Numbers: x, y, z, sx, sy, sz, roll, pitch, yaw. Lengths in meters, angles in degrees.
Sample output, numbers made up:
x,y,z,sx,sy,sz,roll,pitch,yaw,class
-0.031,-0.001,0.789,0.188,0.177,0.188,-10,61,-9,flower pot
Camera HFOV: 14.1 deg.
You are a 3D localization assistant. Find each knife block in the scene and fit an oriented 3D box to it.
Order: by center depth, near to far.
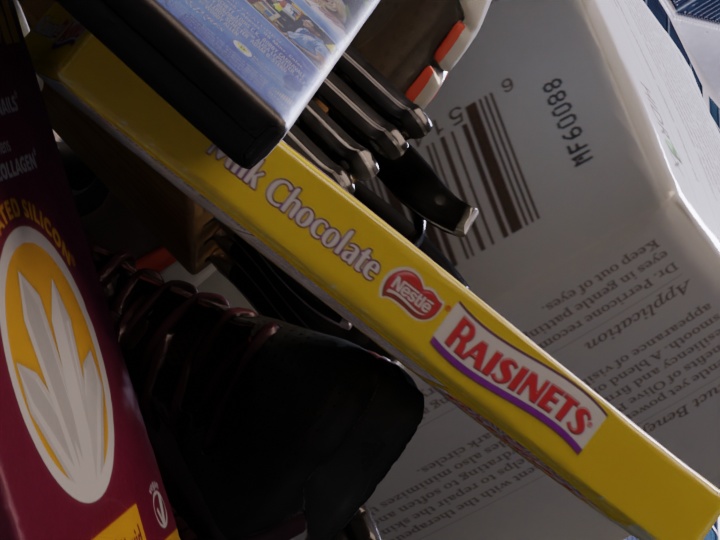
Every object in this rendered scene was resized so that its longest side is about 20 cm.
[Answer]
x,y,z,sx,sy,sz,roll,pitch,yaw,class
-0.049,-0.045,0.902,0.200,0.064,0.176,19,-37,59,knife block

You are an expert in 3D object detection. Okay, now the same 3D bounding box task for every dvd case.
x,y,z,sx,sy,sz,roll,pitch,yaw,class
-0.058,-0.102,0.735,0.143,0.018,0.200,42,18,-5,dvd case

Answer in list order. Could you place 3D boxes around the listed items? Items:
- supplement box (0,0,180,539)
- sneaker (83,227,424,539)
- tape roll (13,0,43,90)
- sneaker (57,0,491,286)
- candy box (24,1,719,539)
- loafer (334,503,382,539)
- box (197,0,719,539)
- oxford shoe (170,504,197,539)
x,y,z,sx,sy,sz,roll,pitch,yaw,class
-0.120,-0.001,0.683,0.110,0.085,0.201,-37,111,-76,supplement box
-0.068,0.026,0.840,0.115,0.076,0.200,42,-17,-19,sneaker
-0.159,-0.126,0.824,0.203,0.037,0.203,54,-10,14,tape roll
-0.039,-0.062,0.961,0.082,0.200,0.077,45,27,-16,sneaker
0.000,0.000,0.748,0.200,0.026,0.102,38,-5,-14,candy box
-0.012,0.149,0.898,0.071,0.073,0.201,66,9,-68,loafer
0.038,-0.007,1.081,0.171,0.199,0.200,45,21,-46,box
-0.059,0.132,0.800,0.200,0.070,0.075,60,-18,20,oxford shoe
